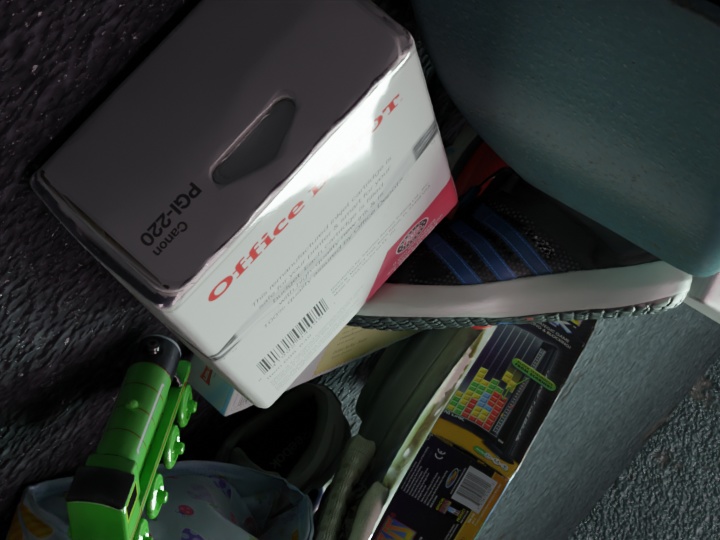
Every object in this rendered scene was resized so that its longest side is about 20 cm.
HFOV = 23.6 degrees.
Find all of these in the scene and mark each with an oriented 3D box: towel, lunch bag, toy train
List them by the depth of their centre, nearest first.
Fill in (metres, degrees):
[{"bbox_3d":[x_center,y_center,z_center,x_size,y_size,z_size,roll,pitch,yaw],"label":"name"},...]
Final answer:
[{"bbox_3d":[-0.116,0.107,0.807,0.200,0.042,0.056,-77,170,-47],"label":"toy train"},{"bbox_3d":[-0.113,0.202,0.953,0.200,0.127,0.170,-1,122,-58],"label":"lunch bag"},{"bbox_3d":[-0.033,0.216,1.039,0.193,0.034,0.200,111,-2,-61],"label":"towel"}]

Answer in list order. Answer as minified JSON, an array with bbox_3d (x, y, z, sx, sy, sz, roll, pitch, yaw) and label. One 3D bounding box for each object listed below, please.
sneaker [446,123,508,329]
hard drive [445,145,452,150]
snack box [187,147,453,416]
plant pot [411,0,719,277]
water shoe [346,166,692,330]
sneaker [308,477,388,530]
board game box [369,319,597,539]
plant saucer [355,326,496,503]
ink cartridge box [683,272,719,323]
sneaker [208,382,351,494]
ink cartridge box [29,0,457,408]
[{"bbox_3d":[0.099,-0.057,0.914,0.077,0.085,0.200,18,98,-45],"label":"sneaker"},{"bbox_3d":[0.047,-0.007,1.129,0.132,0.026,0.200,-51,163,5],"label":"hard drive"},{"bbox_3d":[0.000,0.000,0.957,0.200,0.037,0.116,-21,144,-45],"label":"snack box"},{"bbox_3d":[0.147,-0.116,0.767,0.196,0.196,0.200,-41,145,-26],"label":"plant pot"},{"bbox_3d":[0.066,-0.013,0.873,0.072,0.199,0.079,94,-6,-83],"label":"water shoe"},{"bbox_3d":[-0.027,0.181,1.277,0.200,0.074,0.087,-26,147,-54],"label":"sneaker"},{"bbox_3d":[0.060,0.127,1.058,0.165,0.057,0.200,-54,171,-50],"label":"board game box"},{"bbox_3d":[0.047,0.066,1.132,0.200,0.050,0.200,-52,168,-15],"label":"plant saucer"},{"bbox_3d":[0.241,-0.063,0.941,0.145,0.084,0.200,27,93,-44],"label":"ink cartridge box"},{"bbox_3d":[-0.082,0.148,1.069,0.200,0.074,0.089,-55,166,-16],"label":"sneaker"},{"bbox_3d":[-0.041,-0.034,0.749,0.146,0.085,0.200,-47,165,-7],"label":"ink cartridge box"}]
